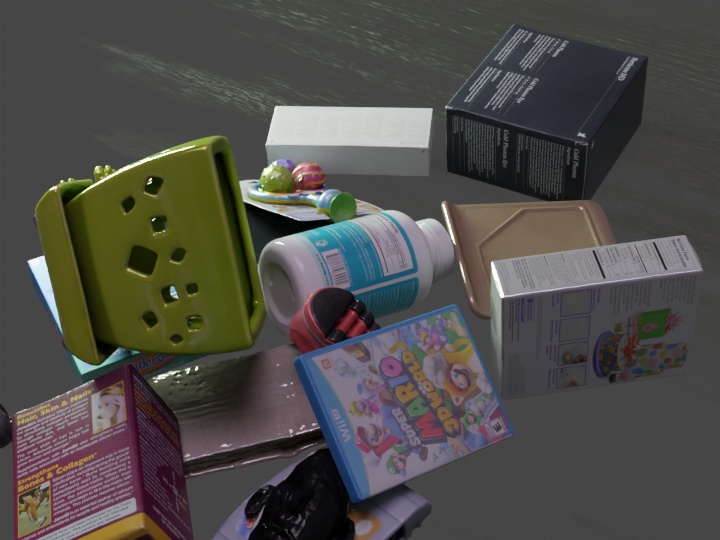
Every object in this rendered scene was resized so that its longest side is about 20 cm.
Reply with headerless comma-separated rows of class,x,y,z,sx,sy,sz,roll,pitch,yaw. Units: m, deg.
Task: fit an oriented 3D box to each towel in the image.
towel,-0.113,0.138,1.354,0.200,0.035,0.133,-12,41,-9

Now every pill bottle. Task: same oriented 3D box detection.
pill bottle,0.000,0.000,1.426,0.200,0.111,0.111,-15,42,-29

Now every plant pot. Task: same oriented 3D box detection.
plant pot,-0.203,-0.015,1.308,0.181,0.200,0.199,-12,7,1

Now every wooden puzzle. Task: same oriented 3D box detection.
wooden puzzle,0.197,-0.010,1.479,0.200,0.037,0.185,1,42,-11

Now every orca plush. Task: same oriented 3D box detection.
orca plush,-0.074,0.218,1.184,0.200,0.071,0.105,-35,50,-29

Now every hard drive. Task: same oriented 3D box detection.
hard drive,-0.105,-0.027,1.499,0.200,0.042,0.135,-9,41,-25

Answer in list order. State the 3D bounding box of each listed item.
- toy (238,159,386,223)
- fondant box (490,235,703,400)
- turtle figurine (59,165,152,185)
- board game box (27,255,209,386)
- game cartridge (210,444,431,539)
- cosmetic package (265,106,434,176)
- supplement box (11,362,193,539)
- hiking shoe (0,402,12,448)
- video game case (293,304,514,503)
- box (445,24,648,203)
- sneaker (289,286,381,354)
toy,-0.072,-0.098,1.515,0.115,0.047,0.200,-8,21,-34
fondant box,0.232,0.049,1.341,0.200,0.144,0.058,-7,41,-3
turtle figurine,-0.278,-0.085,1.560,0.200,0.064,0.161,-38,29,-21
board game box,-0.261,0.038,1.465,0.152,0.045,0.200,-21,46,-18
game cartridge,-0.048,0.244,1.232,0.133,0.042,0.200,33,54,28
cosmetic package,-0.011,-0.159,1.655,0.200,0.051,0.083,2,41,7
supplement box,-0.235,0.205,1.217,0.131,0.103,0.200,-24,43,9
hiking shoe,-0.431,0.150,1.349,0.200,0.076,0.101,19,55,36
video game case,0.045,0.122,1.273,0.200,0.018,0.143,-16,79,-37
box,0.227,-0.189,1.630,0.182,0.104,0.200,18,47,24
sneaker,0.010,0.101,1.328,0.200,0.087,0.074,46,53,-7
